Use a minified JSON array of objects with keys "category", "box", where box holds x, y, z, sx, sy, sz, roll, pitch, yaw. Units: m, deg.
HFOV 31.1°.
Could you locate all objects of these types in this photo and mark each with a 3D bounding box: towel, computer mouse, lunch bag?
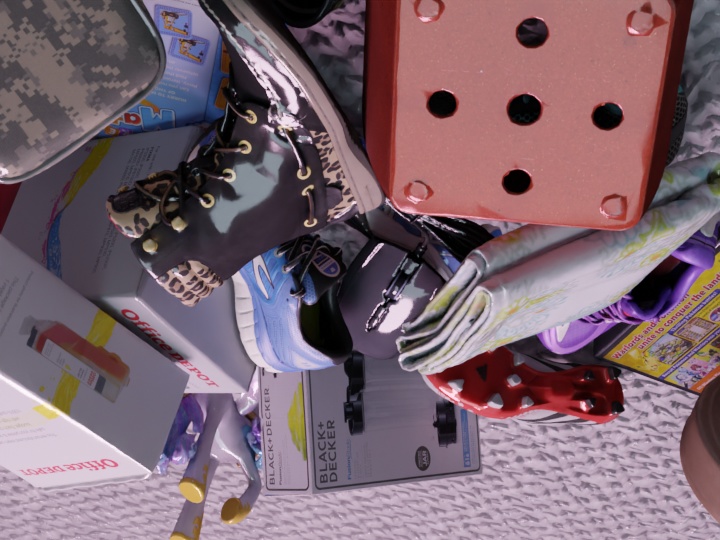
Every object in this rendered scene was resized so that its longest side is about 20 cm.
[{"category":"towel","box":[0.130,0.002,0.838,0.199,0.048,0.171,-22,168,-22]},{"category":"computer mouse","box":[0.000,0.000,0.922,0.140,0.046,0.200,35,146,-4]},{"category":"lunch bag","box":[-0.224,-0.171,0.759,0.139,0.168,0.200,-38,117,-10]}]

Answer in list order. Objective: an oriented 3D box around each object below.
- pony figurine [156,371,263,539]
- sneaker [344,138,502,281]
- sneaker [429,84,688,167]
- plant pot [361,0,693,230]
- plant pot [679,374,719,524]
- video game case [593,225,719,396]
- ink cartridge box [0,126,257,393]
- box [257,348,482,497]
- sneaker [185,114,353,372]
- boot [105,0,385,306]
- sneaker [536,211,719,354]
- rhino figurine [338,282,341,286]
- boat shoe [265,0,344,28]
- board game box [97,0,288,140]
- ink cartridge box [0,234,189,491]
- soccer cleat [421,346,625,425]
[{"category":"pony figurine","box":[-0.129,0.117,1.129,0.166,0.200,0.194,-7,124,29]},{"category":"sneaker","box":[0.023,-0.058,0.959,0.200,0.077,0.076,44,175,-21]},{"category":"sneaker","box":[0.128,-0.110,0.873,0.199,0.078,0.091,7,128,-5]},{"category":"plant pot","box":[0.092,-0.129,0.718,0.199,0.177,0.201,5,124,5]},{"category":"plant pot","box":[0.361,0.100,0.964,0.199,0.201,0.175,12,124,-4]},{"category":"video game case","box":[0.318,0.043,1.051,0.180,0.026,0.200,20,141,-13]},{"category":"ink cartridge box","box":[-0.177,-0.001,0.964,0.199,0.145,0.145,-4,146,32]},{"category":"box","box":[0.011,0.121,1.064,0.199,0.117,0.060,4,171,-43]},{"category":"sneaker","box":[-0.052,-0.018,0.889,0.089,0.079,0.201,2,125,39]},{"category":"boot","box":[-0.082,-0.068,0.766,0.150,0.073,0.200,-32,143,2]},{"category":"sneaker","box":[0.195,0.013,0.991,0.080,0.084,0.200,23,140,-16]},{"category":"rhino figurine","box":[0.054,0.025,1.049,0.199,0.060,0.087,-8,163,19]},{"category":"boat shoe","box":[-0.046,-0.230,0.732,0.074,0.062,0.201,-6,123,10]},{"category":"board game box","box":[-0.127,-0.157,0.880,0.151,0.037,0.200,14,141,-5]},{"category":"ink cartridge box","box":[-0.238,0.061,0.867,0.145,0.084,0.200,-13,137,41]},{"category":"soccer cleat","box":[0.131,0.100,1.101,0.199,0.069,0.085,9,159,-24]}]
